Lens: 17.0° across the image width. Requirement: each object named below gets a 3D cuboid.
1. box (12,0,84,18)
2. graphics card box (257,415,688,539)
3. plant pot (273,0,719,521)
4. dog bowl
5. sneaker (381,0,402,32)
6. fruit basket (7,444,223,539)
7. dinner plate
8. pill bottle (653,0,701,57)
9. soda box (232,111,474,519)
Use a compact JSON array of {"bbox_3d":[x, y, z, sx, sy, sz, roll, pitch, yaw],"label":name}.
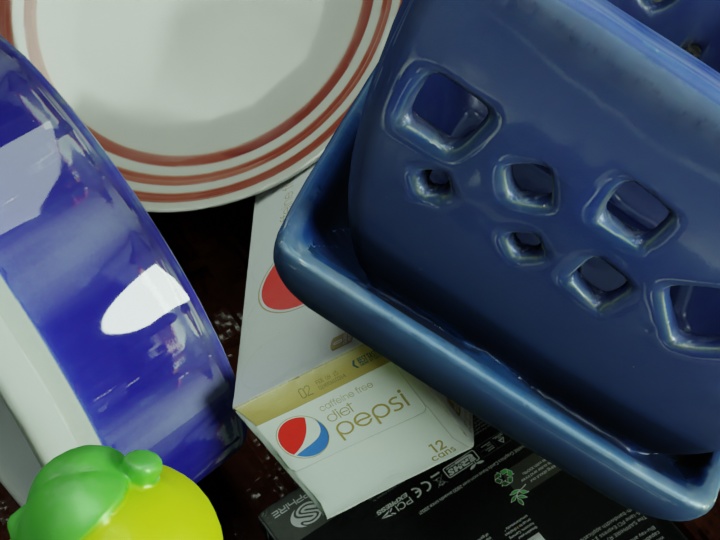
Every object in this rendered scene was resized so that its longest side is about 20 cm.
[{"bbox_3d":[-0.070,-0.118,1.054,0.199,0.050,0.158,-19,84,1],"label":"box"},{"bbox_3d":[0.065,0.133,0.872,0.125,0.051,0.200,-33,53,-11],"label":"graphics card box"},{"bbox_3d":[0.094,-0.046,0.819,0.200,0.180,0.200,32,39,-4],"label":"plant pot"},{"bbox_3d":[-0.130,0.008,0.923,0.079,0.200,0.200,-34,52,-15],"label":"dog bowl"},{"bbox_3d":[0.070,-0.169,1.016,0.081,0.074,0.200,39,72,6],"label":"sneaker"},{"bbox_3d":[-0.088,0.161,0.794,0.215,0.216,0.156,21,60,28],"label":"fruit basket"},{"bbox_3d":[-0.068,-0.117,0.998,0.199,0.024,0.201,-5,73,16],"label":"dinner plate"},{"bbox_3d":[0.154,-0.119,1.003,0.114,0.114,0.200,28,64,31],"label":"pill bottle"},{"bbox_3d":[0.000,0.000,0.937,0.068,0.064,0.200,-27,30,19],"label":"soda box"}]
